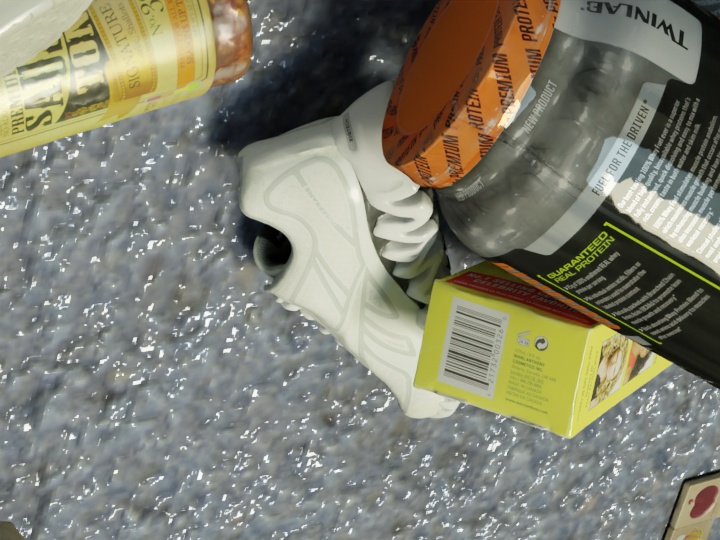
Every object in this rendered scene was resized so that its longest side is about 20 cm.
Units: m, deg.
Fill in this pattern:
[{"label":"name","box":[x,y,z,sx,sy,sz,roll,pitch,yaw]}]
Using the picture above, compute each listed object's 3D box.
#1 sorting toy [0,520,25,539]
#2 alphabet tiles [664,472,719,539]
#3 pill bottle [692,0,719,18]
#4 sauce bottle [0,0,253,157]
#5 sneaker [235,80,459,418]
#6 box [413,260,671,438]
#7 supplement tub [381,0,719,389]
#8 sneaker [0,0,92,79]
[{"label":"sorting toy","box":[-0.226,0.200,0.815,0.198,0.070,0.201,-23,134,-23]},{"label":"alphabet tiles","box":[0.236,0.195,1.230,0.166,0.008,0.201,-9,128,-34]},{"label":"pill bottle","box":[0.141,-0.135,0.802,0.113,0.113,0.200,-35,138,-11]},{"label":"sauce bottle","box":[-0.136,-0.067,0.672,0.199,0.066,0.066,-22,134,-23]},{"label":"sneaker","box":[0.000,0.000,0.843,0.081,0.075,0.200,-15,141,3]},{"label":"box","box":[0.099,0.018,0.861,0.200,0.075,0.050,-21,125,-60]},{"label":"supplement tub","box":[0.115,-0.036,0.743,0.199,0.123,0.123,28,105,-19]},{"label":"sneaker","box":[-0.186,-0.078,0.588,0.200,0.111,0.077,-38,179,-21]}]
